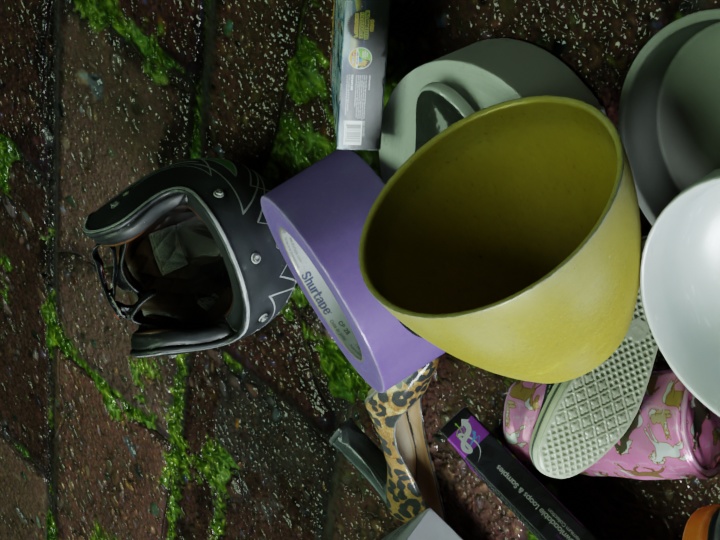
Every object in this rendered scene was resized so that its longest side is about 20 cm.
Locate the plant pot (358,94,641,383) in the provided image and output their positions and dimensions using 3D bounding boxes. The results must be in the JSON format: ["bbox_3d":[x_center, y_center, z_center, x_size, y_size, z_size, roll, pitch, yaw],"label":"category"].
[{"bbox_3d":[0.119,-0.003,1.029,0.199,0.200,0.142,11,149,44],"label":"plant pot"}]

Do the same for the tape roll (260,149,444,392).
[{"bbox_3d":[0.000,0.000,1.258,0.200,0.085,0.200,56,170,16],"label":"tape roll"}]

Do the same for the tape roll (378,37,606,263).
[{"bbox_3d":[0.109,-0.082,1.169,0.202,0.071,0.203,25,128,38],"label":"tape roll"}]

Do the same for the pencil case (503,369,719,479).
[{"bbox_3d":[0.204,0.120,1.169,0.199,0.087,0.083,-8,137,49],"label":"pencil case"}]

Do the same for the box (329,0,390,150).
[{"bbox_3d":[0.000,-0.217,1.177,0.137,0.040,0.201,-97,9,-56],"label":"box"}]

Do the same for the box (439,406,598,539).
[{"bbox_3d":[0.157,0.210,1.249,0.200,0.036,0.143,46,177,20],"label":"box"}]

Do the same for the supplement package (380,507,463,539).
[{"bbox_3d":[0.050,0.370,1.400,0.191,0.147,0.200,45,140,-1],"label":"supplement package"}]

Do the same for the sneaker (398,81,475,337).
[{"bbox_3d":[0.057,-0.038,1.118,0.071,0.099,0.201,6,114,48],"label":"sneaker"}]

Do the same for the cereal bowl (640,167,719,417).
[{"bbox_3d":[0.289,0.013,0.953,0.200,0.083,0.201,26,131,34],"label":"cereal bowl"}]

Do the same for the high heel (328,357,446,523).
[{"bbox_3d":[0.063,0.160,1.371,0.143,0.071,0.200,44,137,7],"label":"high heel"}]

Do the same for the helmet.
[{"bbox_3d":[-0.152,-0.017,1.401,0.200,0.190,0.201,-18,-90,-86],"label":"helmet"}]

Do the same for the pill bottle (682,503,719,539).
[{"bbox_3d":[0.322,0.193,1.015,0.200,0.106,0.107,-17,98,51],"label":"pill bottle"}]

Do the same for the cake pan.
[{"bbox_3d":[0.271,-0.087,1.012,0.200,0.037,0.201,26,128,37],"label":"cake pan"}]

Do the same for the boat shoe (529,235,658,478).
[{"bbox_3d":[0.181,0.065,1.108,0.074,0.201,0.062,31,168,-26],"label":"boat shoe"}]
